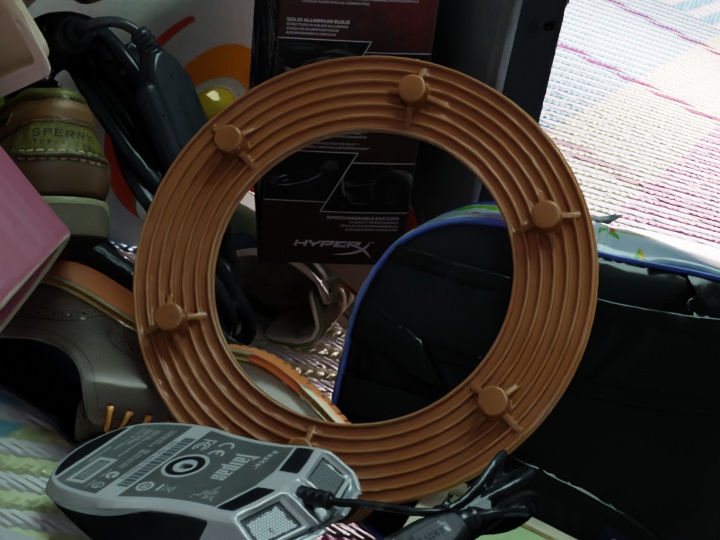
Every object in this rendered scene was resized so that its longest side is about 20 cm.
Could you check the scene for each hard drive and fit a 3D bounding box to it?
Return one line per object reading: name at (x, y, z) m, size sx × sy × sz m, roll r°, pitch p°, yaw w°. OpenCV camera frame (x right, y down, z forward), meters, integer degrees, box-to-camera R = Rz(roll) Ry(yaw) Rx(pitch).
hard drive at (0.052, -0.103, 0.988) m, size 0.033 × 0.200 × 0.140 m, roll -6°, pitch 48°, yaw -14°

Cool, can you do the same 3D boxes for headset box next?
headset box at (-0.011, -0.125, 0.984) m, size 0.077 × 0.200 × 0.149 m, roll 2°, pitch 40°, yaw -8°

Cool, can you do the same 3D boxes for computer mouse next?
computer mouse at (-0.037, 0.098, 0.796) m, size 0.200 × 0.044 × 0.110 m, roll 5°, pitch 26°, yaw 38°

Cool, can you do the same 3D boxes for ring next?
ring at (0.000, 0.000, 0.861) m, size 0.200 × 0.201 × 0.019 m, roll 29°, pitch -10°, yaw 16°

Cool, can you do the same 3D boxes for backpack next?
backpack at (0.091, 0.061, 0.936) m, size 0.199 × 0.184 × 0.147 m, roll 17°, pitch 11°, yaw 5°

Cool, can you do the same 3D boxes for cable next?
cable at (-0.116, -0.026, 0.972) m, size 0.051 × 0.201 × 0.163 m, roll -31°, pitch 15°, yaw -34°

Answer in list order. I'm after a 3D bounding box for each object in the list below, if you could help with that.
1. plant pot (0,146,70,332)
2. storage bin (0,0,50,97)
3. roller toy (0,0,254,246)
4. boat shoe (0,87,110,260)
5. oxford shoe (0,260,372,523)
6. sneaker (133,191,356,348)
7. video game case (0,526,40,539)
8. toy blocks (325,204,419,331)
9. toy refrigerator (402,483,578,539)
plant pot at (-0.220, -0.021, 0.785) m, size 0.179 × 0.200 × 0.200 m, roll 39°, pitch 17°, yaw -5°
storage bin at (-0.145, -0.162, 0.905) m, size 0.094 × 0.198 × 0.200 m, roll 53°, pitch 54°, yaw -18°
roller toy at (-0.115, -0.115, 1.147) m, size 0.182 × 0.200 × 0.140 m, roll 13°, pitch 20°, yaw -48°
boat shoe at (-0.163, -0.040, 0.936) m, size 0.072 × 0.068 × 0.200 m, roll 3°, pitch -6°, yaw -32°
oxford shoe at (-0.086, 0.067, 0.897) m, size 0.200 × 0.071 × 0.073 m, roll 24°, pitch 34°, yaw 21°
sneaker at (-0.032, 0.011, 1.118) m, size 0.200 × 0.067 × 0.090 m, roll 19°, pitch 35°, yaw -37°
video game case at (-0.065, 0.165, 0.698) m, size 0.182 × 0.022 × 0.200 m, roll 20°, pitch 18°, yaw -11°
toy blocks at (0.037, -0.020, 1.103) m, size 0.137 × 0.100 × 0.200 m, roll 42°, pitch 41°, yaw 0°
toy refrigerator at (0.102, 0.161, 0.839) m, size 0.200 × 0.070 × 0.076 m, roll 27°, pitch 18°, yaw 7°
